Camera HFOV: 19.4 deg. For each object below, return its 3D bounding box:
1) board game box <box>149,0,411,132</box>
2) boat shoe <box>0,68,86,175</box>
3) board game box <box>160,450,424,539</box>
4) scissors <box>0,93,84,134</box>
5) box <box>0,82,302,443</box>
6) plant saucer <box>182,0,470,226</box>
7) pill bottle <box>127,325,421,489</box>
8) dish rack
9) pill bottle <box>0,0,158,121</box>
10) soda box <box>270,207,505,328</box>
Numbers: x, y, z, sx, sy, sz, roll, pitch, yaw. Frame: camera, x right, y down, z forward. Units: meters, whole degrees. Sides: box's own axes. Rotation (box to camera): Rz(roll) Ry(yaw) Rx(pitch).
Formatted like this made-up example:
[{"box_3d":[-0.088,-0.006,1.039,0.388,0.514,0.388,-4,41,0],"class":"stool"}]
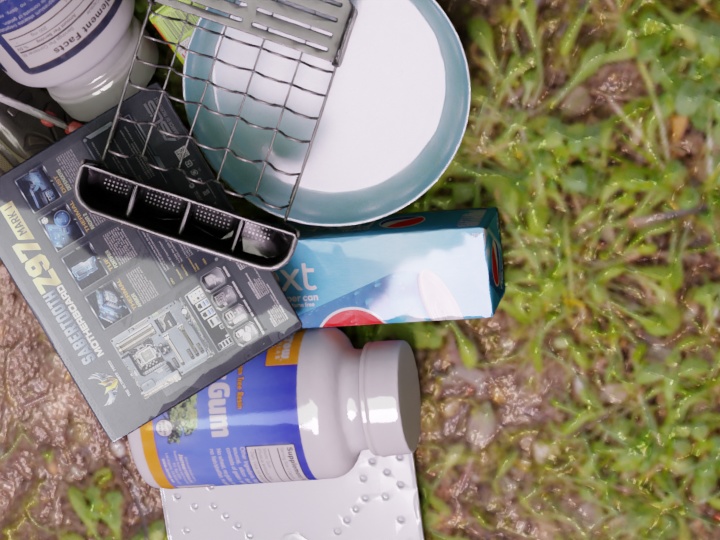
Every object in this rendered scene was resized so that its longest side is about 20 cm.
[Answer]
[{"box_3d":[-0.038,-0.197,1.479,0.200,0.048,0.102,-34,97,19],"class":"board game box"},{"box_3d":[-0.248,-0.089,1.551,0.200,0.075,0.073,48,134,-8],"class":"boat shoe"},{"box_3d":[-0.044,0.229,1.609,0.199,0.026,0.201,-4,104,14],"class":"board game box"},{"box_3d":[-0.214,-0.103,1.519,0.199,0.073,0.014,21,88,-4],"class":"scissors"},{"box_3d":[-0.156,-0.006,1.463,0.157,0.051,0.200,-32,92,-3],"class":"box"},{"box_3d":[-0.023,-0.128,1.459,0.199,0.027,0.201,2,113,5],"class":"plant saucer"},{"box_3d":[-0.061,0.097,1.531,0.199,0.112,0.113,-5,104,13],"class":"pill bottle"},{"box_3d":[-0.091,-0.116,1.406,0.153,0.055,0.201,18,97,-3],"class":"dish rack"},{"box_3d":[-0.225,-0.198,1.451,0.111,0.111,0.200,-23,132,17],"class":"pill bottle"},{"box_3d":[0.000,0.000,1.517,0.199,0.064,0.068,-4,104,14],"class":"soda box"}]
